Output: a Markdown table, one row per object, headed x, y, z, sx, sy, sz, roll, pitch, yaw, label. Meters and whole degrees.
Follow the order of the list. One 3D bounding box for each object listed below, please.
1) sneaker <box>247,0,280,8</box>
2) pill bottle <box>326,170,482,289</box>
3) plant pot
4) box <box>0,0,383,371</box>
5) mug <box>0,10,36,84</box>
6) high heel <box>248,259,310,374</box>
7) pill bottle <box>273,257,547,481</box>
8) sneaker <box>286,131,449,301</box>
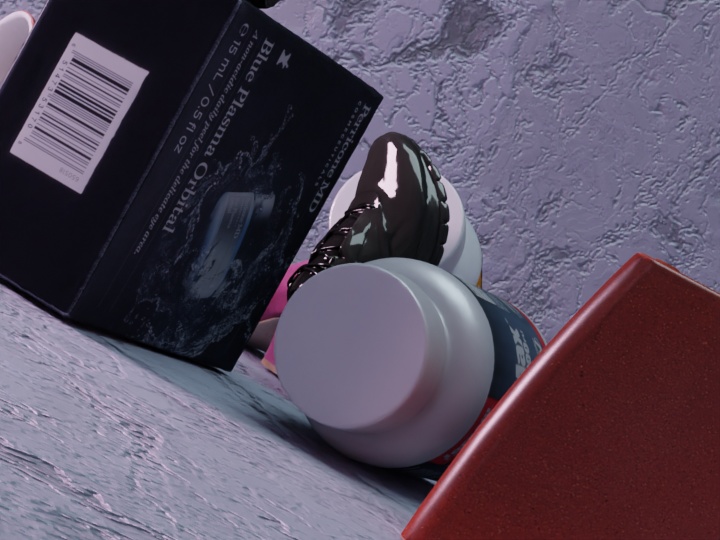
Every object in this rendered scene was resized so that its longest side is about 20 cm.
| x | y | z | sx | sy | sz | roll | pitch | yaw | label |
| --- | --- | --- | --- | --- | --- | --- | --- | --- | --- |
| -0.067 | -0.189 | 1.235 | 0.090 | 0.067 | 0.200 | 28 | 0 | 3 | sneaker |
| 0.030 | 0.012 | 1.596 | 0.116 | 0.116 | 0.200 | 29 | -22 | 17 | pill bottle |
| 0.159 | 0.101 | 1.107 | 0.200 | 0.176 | 0.200 | 29 | 2 | 9 | plant pot |
| -0.112 | -0.065 | 1.272 | 0.117 | 0.197 | 0.200 | 30 | 2 | 26 | box |
| -0.243 | -0.116 | 1.874 | 0.200 | 0.134 | 0.177 | 31 | 2 | -29 | mug |
| -0.060 | 0.010 | 1.552 | 0.067 | 0.096 | 0.200 | 27 | 2 | -25 | high heel |
| 0.030 | 0.057 | 1.268 | 0.119 | 0.120 | 0.200 | 29 | 2 | 23 | pill bottle |
| 0.000 | 0.000 | 1.426 | 0.091 | 0.200 | 0.076 | 17 | -22 | -25 | sneaker |
